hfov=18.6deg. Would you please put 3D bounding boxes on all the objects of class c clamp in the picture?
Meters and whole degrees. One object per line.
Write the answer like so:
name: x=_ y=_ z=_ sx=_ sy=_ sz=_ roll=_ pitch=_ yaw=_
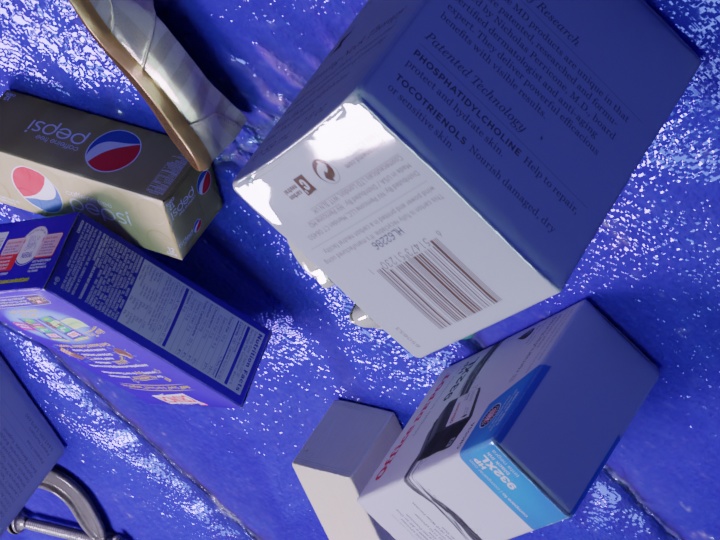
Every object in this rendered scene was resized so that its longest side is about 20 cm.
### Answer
c clamp: x=-0.323 y=0.258 z=2.300 sx=0.199 sy=0.027 sz=0.172 roll=12 pitch=141 yaw=32

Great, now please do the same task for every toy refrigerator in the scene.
toy refrigerator: x=0.013 y=0.207 z=1.872 sx=0.070 sy=0.076 sz=0.201 roll=10 pitch=140 yaw=35

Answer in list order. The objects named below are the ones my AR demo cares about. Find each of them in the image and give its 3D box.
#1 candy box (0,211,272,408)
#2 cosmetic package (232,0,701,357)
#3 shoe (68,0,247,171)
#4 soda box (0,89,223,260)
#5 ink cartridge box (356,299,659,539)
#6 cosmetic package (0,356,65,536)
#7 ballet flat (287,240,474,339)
candy box: x=-0.196 y=0.035 z=1.777 sx=0.199 sy=0.077 sz=0.169 roll=34 pitch=160 yaw=-27
cosmetic package: x=0.063 y=-0.088 z=1.322 sx=0.166 sy=0.201 sz=0.167 roll=42 pitch=147 yaw=-12
shoe: x=-0.155 y=-0.164 z=1.581 sx=0.200 sy=0.053 sz=0.070 roll=53 pitch=177 yaw=-19
soda box: x=-0.209 y=-0.076 z=1.725 sx=0.199 sy=0.064 sz=0.068 roll=18 pitch=144 yaw=28
ink cartridge box: x=0.105 y=0.122 z=1.608 sx=0.084 sy=0.145 sz=0.200 roll=43 pitch=148 yaw=-10
cosmetic package: x=-0.432 y=0.184 z=2.143 sx=0.164 sy=0.201 sz=0.166 roll=4 pitch=137 yaw=39
ballet flat: x=0.000 y=0.000 z=1.619 sx=0.200 sy=0.071 sz=0.067 roll=44 pitch=147 yaw=-14
